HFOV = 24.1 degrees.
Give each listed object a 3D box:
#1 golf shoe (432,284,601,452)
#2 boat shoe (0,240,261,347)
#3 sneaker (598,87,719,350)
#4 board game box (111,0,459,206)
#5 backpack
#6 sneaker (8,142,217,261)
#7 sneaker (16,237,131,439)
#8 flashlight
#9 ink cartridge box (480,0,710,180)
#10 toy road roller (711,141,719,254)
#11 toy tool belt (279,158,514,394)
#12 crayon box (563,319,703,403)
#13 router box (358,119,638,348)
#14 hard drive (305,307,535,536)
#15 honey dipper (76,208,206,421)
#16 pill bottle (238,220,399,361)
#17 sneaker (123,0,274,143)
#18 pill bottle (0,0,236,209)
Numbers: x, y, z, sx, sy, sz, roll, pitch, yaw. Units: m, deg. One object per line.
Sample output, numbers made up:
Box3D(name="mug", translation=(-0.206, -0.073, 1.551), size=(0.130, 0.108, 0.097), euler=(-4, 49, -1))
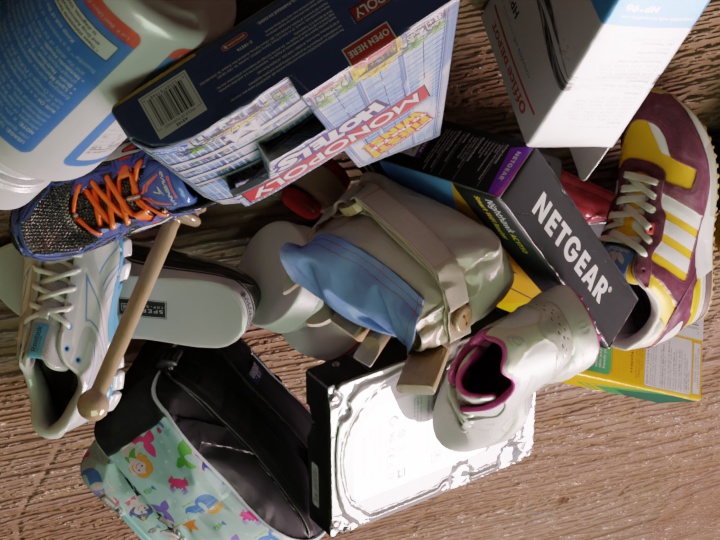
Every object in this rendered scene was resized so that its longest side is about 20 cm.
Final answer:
Box3D(name="golf shoe", translation=(0.088, 0.078, 1.204), size=(0.091, 0.075, 0.200), euler=(-18, 158, -34))
Box3D(name="boat shoe", translation=(-0.173, 0.013, 1.252), size=(0.199, 0.064, 0.071), euler=(12, 111, 6))
Box3D(name="sneaker", translation=(0.217, -0.035, 1.270), size=(0.090, 0.075, 0.200), euler=(-26, 117, -34))
Box3D(name="board game box", translation=(-0.024, -0.102, 1.022), size=(0.200, 0.062, 0.200), euler=(-32, 165, 5))
Box3D(name="backpack", translation=(-0.114, 0.150, 1.359), size=(0.200, 0.178, 0.151), euler=(42, 118, -12))
Box3D(name="sneaker", translation=(-0.141, -0.062, 1.119), size=(0.200, 0.078, 0.075), euler=(-27, 109, -6))
Box3D(name="sneaker", translation=(-0.207, 0.027, 1.182), size=(0.075, 0.087, 0.201), euler=(3, 109, 15))
Box3D(name="flashlight", translation=(0.178, -0.057, 1.319), size=(0.200, 0.068, 0.068), euler=(20, 108, -43))
Box3D(name="ink cartridge box", translation=(0.141, -0.158, 1.083), size=(0.068, 0.116, 0.200), euler=(-1, 146, -22))
Box3D(name="toy road roller", translation=(0.349, -0.068, 1.295), size=(0.123, 0.146, 0.200), euler=(0, 146, -25))
Box3D(name="toy tool belt", translation=(0.000, 0.000, 1.172), size=(0.123, 0.200, 0.125), euler=(-54, 149, -14))
Box3D(name="crayon box", translation=(0.207, 0.035, 1.417), size=(0.200, 0.126, 0.052), euler=(14, 165, -40))
Box3D(name="router box", translation=(0.097, -0.032, 1.217), size=(0.051, 0.149, 0.200), euler=(-56, 136, -14))
Box3D(name="hard drive", translation=(0.051, 0.113, 1.313), size=(0.200, 0.038, 0.140), euler=(-18, 123, -30))
Box3D(name="honey dipper", translation=(-0.151, 0.011, 1.178), size=(0.038, 0.200, 0.038), euler=(22, 172, 3))
Box3D(name="pill bottle", translation=(0.004, 0.023, 1.328), size=(0.200, 0.109, 0.109), euler=(17, 137, -42))
Box3D(name="sneaker", translation=(-0.074, -0.135, 1.082), size=(0.104, 0.060, 0.200), euler=(19, 133, -39))
Box3D(name="pill bottle", translation=(-0.175, -0.124, 1.006), size=(0.112, 0.112, 0.200), euler=(17, 137, -42))
